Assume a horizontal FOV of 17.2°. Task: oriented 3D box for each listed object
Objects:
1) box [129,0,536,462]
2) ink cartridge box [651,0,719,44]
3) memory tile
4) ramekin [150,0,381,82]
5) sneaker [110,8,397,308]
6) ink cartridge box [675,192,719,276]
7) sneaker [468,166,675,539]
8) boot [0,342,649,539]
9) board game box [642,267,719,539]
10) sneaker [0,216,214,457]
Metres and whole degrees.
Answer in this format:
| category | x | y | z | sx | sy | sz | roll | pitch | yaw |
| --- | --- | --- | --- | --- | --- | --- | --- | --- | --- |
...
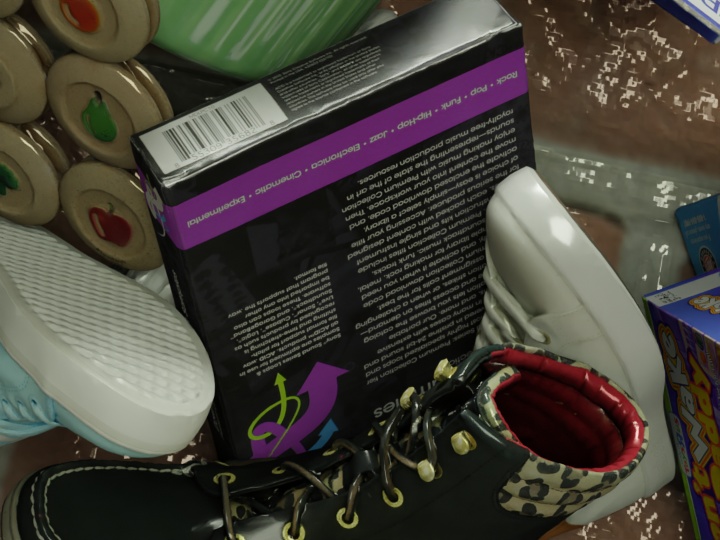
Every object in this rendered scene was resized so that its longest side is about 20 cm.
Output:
| category | x | y | z | sx | sy | sz | roll | pitch | yaw |
| --- | --- | --- | --- | --- | --- | --- | --- | --- | --- |
| box | 0.000 | 0.000 | 0.903 | 0.143 | 0.200 | 0.036 | -25 | 47 | -14 |
| ink cartridge box | 0.078 | -0.176 | 0.939 | 0.197 | 0.047 | 0.200 | 35 | 39 | -6 |
| memory tile | -0.154 | -0.082 | 0.871 | 0.199 | 0.154 | 0.017 | 21 | 49 | 21 |
| ramekin | -0.064 | -0.158 | 0.894 | 0.200 | 0.200 | 0.098 | 35 | 108 | -5 |
| sneaker | -0.028 | -0.006 | 0.950 | 0.099 | 0.078 | 0.200 | 45 | 82 | -10 |
| ink cartridge box | 0.205 | 0.053 | 0.964 | 0.068 | 0.115 | 0.201 | -19 | 89 | -11 |
| sneaker | 0.067 | 0.045 | 0.911 | 0.085 | 0.200 | 0.073 | -31 | 50 | -7 |
| boot | -0.011 | 0.076 | 0.862 | 0.203 | 0.154 | 0.074 | 14 | 48 | -29 |
| board game box | 0.174 | 0.110 | 0.914 | 0.045 | 0.134 | 0.201 | -18 | 107 | -12 |
| sneaker | -0.121 | 0.038 | 0.884 | 0.074 | 0.200 | 0.082 | 4 | 109 | -35 |
